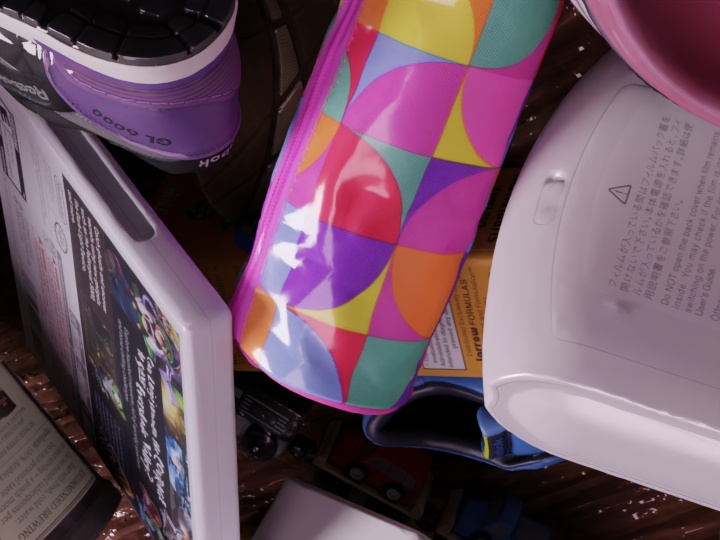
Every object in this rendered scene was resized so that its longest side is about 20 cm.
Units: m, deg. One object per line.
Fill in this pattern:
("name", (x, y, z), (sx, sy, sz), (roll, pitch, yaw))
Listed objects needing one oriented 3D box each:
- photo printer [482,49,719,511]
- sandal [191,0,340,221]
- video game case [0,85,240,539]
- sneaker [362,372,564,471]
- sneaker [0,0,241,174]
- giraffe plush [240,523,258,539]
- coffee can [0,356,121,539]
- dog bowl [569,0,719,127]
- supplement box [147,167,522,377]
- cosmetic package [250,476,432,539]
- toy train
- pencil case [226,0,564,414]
("photo printer", (0.147, 0.009, 0.666), (0.199, 0.167, 0.070), (17, 151, 8))
("sandal", (-0.053, -0.107, 0.717), (0.080, 0.054, 0.200), (-29, 133, -12))
("video game case", (-0.104, 0.025, 0.785), (0.182, 0.023, 0.200), (51, 154, 33))
("sneaker", (0.097, 0.059, 0.784), (0.199, 0.079, 0.066), (2, 126, 19))
("sneaker", (-0.130, -0.094, 0.675), (0.200, 0.076, 0.088), (31, 151, 22))
("giraffe plush", (-0.083, 0.237, 0.965), (0.172, 0.201, 0.162), (22, 165, -9))
("coffee can", (-0.224, 0.071, 0.819), (0.146, 0.146, 0.200), (-33, 99, 38))
("dog bowl", (0.149, -0.127, 0.579), (0.199, 0.074, 0.201), (1, 122, 2))
("supplement box", (0.000, 0.000, 0.783), (0.199, 0.067, 0.069), (-2, 126, 22))
("cosmetic package", (0.014, 0.233, 0.831), (0.199, 0.200, 0.123), (37, 169, -29))
("toy train", (0.010, 0.096, 0.879), (0.199, 0.034, 0.046), (30, 121, -2))
("pencil case", (0.009, -0.050, 0.683), (0.088, 0.088, 0.201), (19, 104, 7))
